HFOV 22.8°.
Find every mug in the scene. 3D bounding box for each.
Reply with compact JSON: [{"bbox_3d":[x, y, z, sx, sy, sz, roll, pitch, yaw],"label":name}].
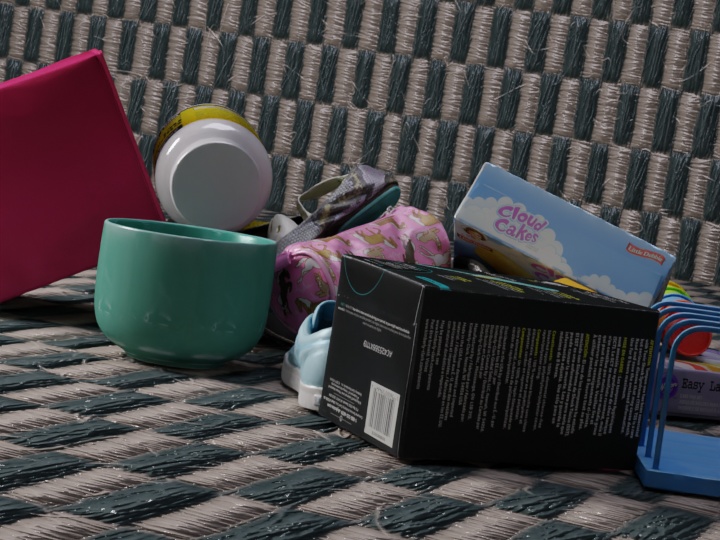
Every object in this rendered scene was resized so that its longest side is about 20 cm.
[{"bbox_3d":[-0.144,0.022,1.564,0.152,0.115,0.185,12,5,40],"label":"mug"}]

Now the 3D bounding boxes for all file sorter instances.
[{"bbox_3d":[0.281,0.097,1.361,0.139,0.123,0.200,8,5,2],"label":"file sorter"}]

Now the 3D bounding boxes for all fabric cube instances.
[{"bbox_3d":[-0.316,-0.095,1.754,0.199,0.196,0.200,-22,10,-7],"label":"fabric cube"}]

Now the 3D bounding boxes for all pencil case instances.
[{"bbox_3d":[0.000,0.000,1.647,0.087,0.083,0.200,34,32,24],"label":"pencil case"}]

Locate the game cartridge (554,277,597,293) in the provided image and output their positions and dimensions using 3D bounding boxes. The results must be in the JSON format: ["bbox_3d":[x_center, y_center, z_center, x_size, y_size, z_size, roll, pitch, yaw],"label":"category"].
[{"bbox_3d":[0.106,0.059,1.531,0.200,0.032,0.176,-22,8,-4],"label":"game cartridge"}]

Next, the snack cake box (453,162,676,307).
[{"bbox_3d":[0.189,-0.012,1.680,0.200,0.067,0.115,28,-15,12],"label":"snack cake box"}]

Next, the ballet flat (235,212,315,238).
[{"bbox_3d":[-0.079,-0.026,1.743,0.200,0.067,0.046,-11,-34,-17],"label":"ballet flat"}]

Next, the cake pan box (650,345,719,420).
[{"bbox_3d":[0.310,0.106,1.739,0.184,0.052,0.200,9,4,-19],"label":"cake pan box"}]

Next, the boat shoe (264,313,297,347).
[{"bbox_3d":[-0.019,0.051,1.696,0.200,0.073,0.063,14,3,12],"label":"boat shoe"}]

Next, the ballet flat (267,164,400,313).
[{"bbox_3d":[-0.048,-0.036,1.707,0.072,0.072,0.200,13,46,46],"label":"ballet flat"}]

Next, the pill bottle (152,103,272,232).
[{"bbox_3d":[-0.144,-0.096,1.728,0.112,0.113,0.200,7,10,-9],"label":"pill bottle"}]

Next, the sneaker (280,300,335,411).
[{"bbox_3d":[-0.021,0.064,1.473,0.074,0.082,0.200,8,5,-11],"label":"sneaker"}]

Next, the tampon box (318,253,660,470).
[{"bbox_3d":[0.094,0.070,1.339,0.200,0.126,0.150,7,6,-25],"label":"tampon box"}]

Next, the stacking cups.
[{"bbox_3d":[0.320,0.051,1.785,0.060,0.061,0.200,8,6,-2],"label":"stacking cups"}]

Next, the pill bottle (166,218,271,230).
[{"bbox_3d":[-0.103,0.007,1.814,0.200,0.114,0.114,8,5,-7],"label":"pill bottle"}]

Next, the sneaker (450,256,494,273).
[{"bbox_3d":[0.107,0.043,1.773,0.115,0.076,0.200,15,-19,-28],"label":"sneaker"}]
